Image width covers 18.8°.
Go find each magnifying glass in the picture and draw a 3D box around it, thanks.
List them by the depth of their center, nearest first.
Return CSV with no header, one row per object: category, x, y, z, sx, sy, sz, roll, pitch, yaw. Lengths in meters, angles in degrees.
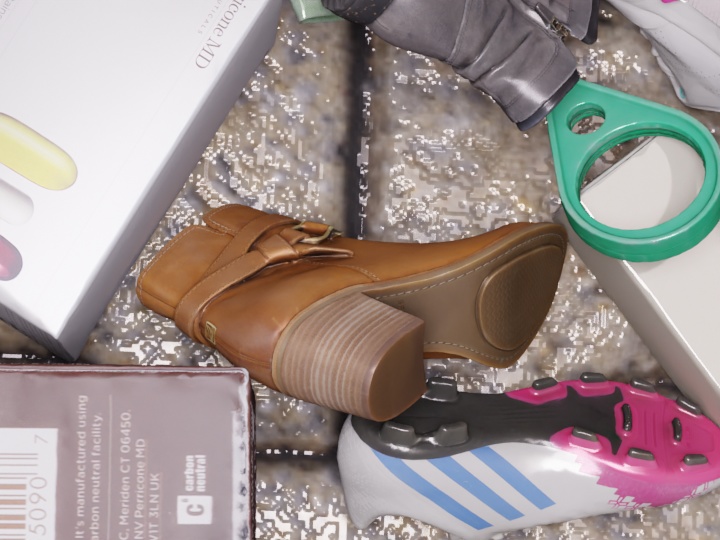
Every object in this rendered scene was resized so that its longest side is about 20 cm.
magnifying glass,0.109,-0.078,1.079,0.079,0.022,0.200,-34,49,-5

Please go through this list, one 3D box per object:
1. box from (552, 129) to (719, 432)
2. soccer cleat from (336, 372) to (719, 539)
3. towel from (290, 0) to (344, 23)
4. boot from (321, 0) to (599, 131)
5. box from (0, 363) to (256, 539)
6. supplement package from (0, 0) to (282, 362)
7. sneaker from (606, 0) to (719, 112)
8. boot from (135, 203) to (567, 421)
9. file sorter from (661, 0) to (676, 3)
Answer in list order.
box,0.186,0.028,1.101,0.068,0.082,0.201,-36,89,-6
soccer cleat,0.085,0.099,1.095,0.198,0.087,0.070,5,39,-8
towel,-0.022,-0.221,1.093,0.023,0.152,0.201,-23,85,34
boot,0.061,-0.170,1.075,0.131,0.070,0.201,29,60,-20
box,-0.130,0.129,1.004,0.163,0.200,0.167,0,85,-2
supplement package,-0.135,-0.072,1.049,0.110,0.156,0.201,31,82,-1
sneaker,0.166,-0.129,1.123,0.075,0.089,0.200,-38,63,-23
boot,0.000,0.000,1.089,0.154,0.199,0.074,22,118,32
file sorter,0.185,-0.262,1.073,0.138,0.126,0.201,-15,60,-5
